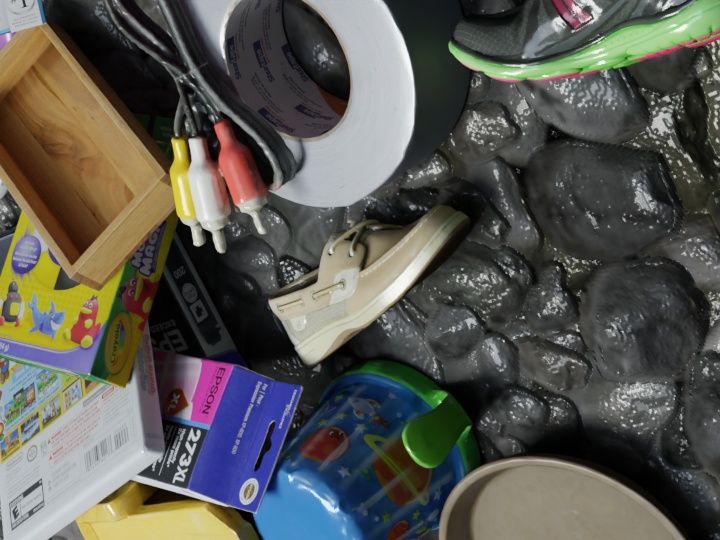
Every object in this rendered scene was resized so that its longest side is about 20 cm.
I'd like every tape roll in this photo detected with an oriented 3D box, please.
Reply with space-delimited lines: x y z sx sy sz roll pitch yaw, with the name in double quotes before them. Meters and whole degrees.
"tape roll" -0.030 -0.144 1.254 0.200 0.066 0.201 21 128 29

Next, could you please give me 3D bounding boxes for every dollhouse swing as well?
"dollhouse swing" -0.090 0.223 1.472 0.176 0.182 0.200 -19 103 32

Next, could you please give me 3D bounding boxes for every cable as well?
"cable" -0.108 -0.110 1.256 0.097 0.050 0.200 -10 111 42

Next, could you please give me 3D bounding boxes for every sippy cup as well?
"sippy cup" -0.004 0.152 1.371 0.140 0.130 0.178 27 131 25

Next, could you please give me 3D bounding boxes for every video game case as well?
"video game case" -0.217 0.093 1.448 0.200 0.023 0.182 -37 53 41

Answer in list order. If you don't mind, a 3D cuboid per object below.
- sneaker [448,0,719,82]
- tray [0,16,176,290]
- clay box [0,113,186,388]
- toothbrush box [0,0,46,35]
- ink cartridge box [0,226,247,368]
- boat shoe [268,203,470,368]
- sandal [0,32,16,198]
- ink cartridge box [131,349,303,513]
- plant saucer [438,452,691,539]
"sneaker" 0.137 -0.158 1.116 0.200 0.077 0.084 -11 91 39
"tray" -0.208 -0.087 1.374 0.099 0.037 0.200 -47 54 9
"clay box" -0.193 -0.024 1.393 0.115 0.048 0.200 10 79 34
"toothbrush box" -0.312 -0.254 1.331 0.085 0.146 0.200 -125 23 -51
"ink cartridge box" -0.193 0.041 1.520 0.198 0.043 0.200 -18 104 43
"boat shoe" 0.000 0.000 1.318 0.065 0.072 0.200 51 141 0
"sandal" -0.292 -0.129 1.489 0.082 0.050 0.203 28 131 23
"ink cartridge box" -0.125 0.111 1.387 0.037 0.095 0.200 29 166 -38
"plant saucer" 0.149 0.203 1.331 0.200 0.029 0.200 17 129 22
